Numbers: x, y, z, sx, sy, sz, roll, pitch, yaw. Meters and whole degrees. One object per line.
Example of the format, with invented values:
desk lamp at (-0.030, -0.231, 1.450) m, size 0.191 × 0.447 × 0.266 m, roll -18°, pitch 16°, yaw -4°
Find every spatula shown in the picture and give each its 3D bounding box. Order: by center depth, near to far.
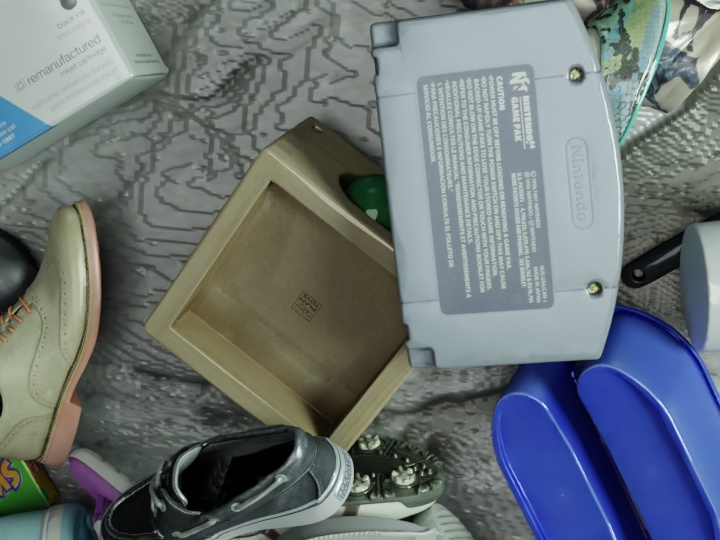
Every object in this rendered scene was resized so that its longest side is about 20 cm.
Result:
spatula at (0.264, -0.045, 0.778) m, size 0.199 × 0.021 × 0.057 m, roll -33°, pitch 99°, yaw 12°

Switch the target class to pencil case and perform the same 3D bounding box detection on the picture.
pencil case at (0.141, -0.175, 0.738) m, size 0.199 × 0.090 × 0.078 m, roll 27°, pitch 138°, yaw -2°

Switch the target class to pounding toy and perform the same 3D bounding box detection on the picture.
pounding toy at (0.000, 0.000, 0.777) m, size 0.184 × 0.142 × 0.200 m, roll 38°, pitch 113°, yaw 0°

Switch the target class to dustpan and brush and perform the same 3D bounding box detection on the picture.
dustpan and brush at (-0.054, 0.218, 0.788) m, size 0.199 × 0.057 × 0.140 m, roll 14°, pitch 121°, yaw 8°

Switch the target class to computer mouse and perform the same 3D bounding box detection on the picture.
computer mouse at (-0.329, -0.023, 0.853) m, size 0.199 × 0.034 × 0.059 m, roll 22°, pitch 103°, yaw 3°

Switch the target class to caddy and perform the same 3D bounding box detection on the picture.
caddy at (0.178, 0.122, 0.780) m, size 0.141 × 0.105 × 0.201 m, roll -23°, pitch 97°, yaw 35°

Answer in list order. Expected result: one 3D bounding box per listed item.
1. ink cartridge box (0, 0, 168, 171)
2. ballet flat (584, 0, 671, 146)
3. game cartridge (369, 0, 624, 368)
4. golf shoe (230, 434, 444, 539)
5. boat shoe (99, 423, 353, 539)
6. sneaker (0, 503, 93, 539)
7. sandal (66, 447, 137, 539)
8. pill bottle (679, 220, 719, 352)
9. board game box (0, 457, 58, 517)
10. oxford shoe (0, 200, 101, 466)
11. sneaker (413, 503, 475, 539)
ink cartridge box at (-0.248, -0.187, 0.786) m, size 0.144 × 0.084 × 0.201 m, roll -28°, pitch 95°, yaw 12°
ballet flat at (0.118, -0.078, 0.681) m, size 0.074 × 0.074 × 0.201 m, roll 19°, pitch 103°, yaw 4°
game cartridge at (0.081, -0.046, 0.653) m, size 0.132 × 0.042 × 0.202 m, roll -5°, pitch 100°, yaw 10°
golf shoe at (-0.029, 0.176, 0.838) m, size 0.199 × 0.077 × 0.089 m, roll -11°, pitch 112°, yaw 16°
boat shoe at (-0.103, 0.141, 0.738) m, size 0.199 × 0.072 × 0.068 m, roll -18°, pitch 141°, yaw 30°
sneaker at (-0.264, 0.268, 0.863) m, size 0.129 × 0.080 × 0.202 m, roll -1°, pitch 103°, yaw -1°
sandal at (-0.150, 0.209, 0.834) m, size 0.203 × 0.083 × 0.050 m, roll 43°, pitch 61°, yaw 9°
pill bottle at (0.311, 0.004, 0.728) m, size 0.198 × 0.111 × 0.112 m, roll -4°, pitch 100°, yaw 4°
board game box at (-0.313, 0.126, 0.881) m, size 0.095 × 0.030 × 0.201 m, roll -27°, pitch 94°, yaw 12°
oxford shoe at (-0.231, 0.046, 0.822) m, size 0.073 × 0.071 × 0.202 m, roll 7°, pitch 102°, yaw -26°
sneaker at (0.071, 0.265, 0.827) m, size 0.082 × 0.074 × 0.201 m, roll -26°, pitch 100°, yaw 8°
